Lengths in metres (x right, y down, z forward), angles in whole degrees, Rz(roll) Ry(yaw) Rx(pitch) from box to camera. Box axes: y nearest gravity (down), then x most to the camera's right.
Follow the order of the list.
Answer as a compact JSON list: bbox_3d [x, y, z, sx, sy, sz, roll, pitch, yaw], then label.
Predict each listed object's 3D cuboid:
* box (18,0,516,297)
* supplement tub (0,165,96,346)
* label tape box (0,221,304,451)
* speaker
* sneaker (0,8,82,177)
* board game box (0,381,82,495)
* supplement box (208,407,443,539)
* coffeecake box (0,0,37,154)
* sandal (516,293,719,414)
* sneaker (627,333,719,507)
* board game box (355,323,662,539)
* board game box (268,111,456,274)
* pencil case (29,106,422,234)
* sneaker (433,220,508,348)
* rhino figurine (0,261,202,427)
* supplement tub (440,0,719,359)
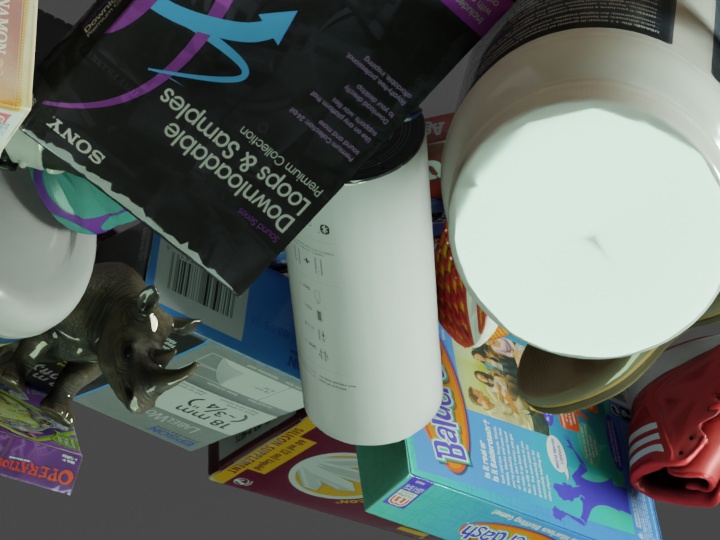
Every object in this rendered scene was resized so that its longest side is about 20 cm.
[{"bbox_3d":[-0.041,-0.101,1.231,0.143,0.036,0.200,38,101,-30],"label":"box"},{"bbox_3d":[-0.252,-0.014,1.412,0.199,0.145,0.145,-18,147,30],"label":"supplement tub"},{"bbox_3d":[-0.127,0.047,1.584,0.144,0.064,0.200,26,147,-34],"label":"label tape box"},{"bbox_3d":[0.000,0.000,1.450,0.081,0.081,0.200,-2,134,4],"label":"speaker"},{"bbox_3d":[-0.175,-0.080,1.295,0.200,0.074,0.089,35,116,-3],"label":"sneaker"},{"bbox_3d":[-0.224,0.073,1.552,0.120,0.032,0.200,13,-171,-12],"label":"board game box"},{"bbox_3d":[0.017,0.096,1.678,0.199,0.086,0.110,19,145,-32],"label":"supplement box"},{"bbox_3d":[-0.241,-0.140,1.173,0.199,0.154,0.073,13,149,-22],"label":"coffeecake box"},{"bbox_3d":[0.150,0.010,1.471,0.054,0.081,0.200,33,138,-24],"label":"sandal"},{"bbox_3d":[0.233,0.073,1.576,0.078,0.116,0.200,34,129,-19],"label":"sneaker"},{"bbox_3d":[0.082,0.096,1.601,0.200,0.153,0.045,23,132,-32],"label":"board game box"},{"bbox_3d":[-0.015,-0.037,1.505,0.199,0.020,0.103,-11,148,19],"label":"board game box"},{"bbox_3d":[-0.070,-0.084,1.349,0.199,0.085,0.092,-19,180,32],"label":"pencil case"},{"bbox_3d":[0.090,-0.038,1.445,0.077,0.073,0.200,-25,157,-29],"label":"sneaker"},{"bbox_3d":[-0.154,0.032,1.449,0.200,0.088,0.060,12,156,44],"label":"rhino figurine"},{"bbox_3d":[0.111,-0.060,1.246,0.140,0.200,0.141,4,116,8],"label":"supplement tub"}]
